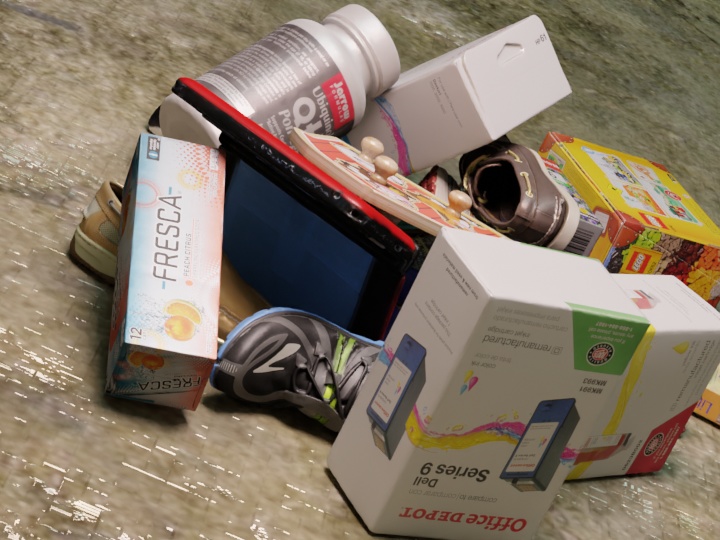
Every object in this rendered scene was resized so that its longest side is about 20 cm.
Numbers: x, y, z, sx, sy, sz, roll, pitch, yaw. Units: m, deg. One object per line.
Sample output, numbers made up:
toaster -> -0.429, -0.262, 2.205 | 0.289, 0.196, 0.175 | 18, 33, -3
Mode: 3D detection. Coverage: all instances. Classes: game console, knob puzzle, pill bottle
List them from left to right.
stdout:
game console -> -0.067, -0.029, 1.592 | 0.200, 0.119, 0.172 | 36, 1, 26
pill bottle -> -0.066, -0.148, 1.830 | 0.199, 0.111, 0.111 | -35, 54, -23
knob puzzle -> 0.032, -0.068, 1.656 | 0.219, 0.031, 0.220 | 29, 9, -5

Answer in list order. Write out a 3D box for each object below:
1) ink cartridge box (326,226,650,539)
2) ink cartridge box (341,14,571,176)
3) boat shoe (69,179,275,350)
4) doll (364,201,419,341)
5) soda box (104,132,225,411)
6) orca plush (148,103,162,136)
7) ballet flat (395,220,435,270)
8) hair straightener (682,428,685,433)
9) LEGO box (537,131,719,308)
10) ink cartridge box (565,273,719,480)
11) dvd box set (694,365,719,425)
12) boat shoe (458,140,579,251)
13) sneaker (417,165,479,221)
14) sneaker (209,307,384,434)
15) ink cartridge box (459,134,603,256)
ink cartridge box -> 0.086, 0.085, 1.463 | 0.145, 0.201, 0.088 | 11, 29, -34
ink cartridge box -> 0.072, -0.148, 1.941 | 0.144, 0.199, 0.085 | -33, 99, -47
boat shoe -> -0.127, -0.001, 1.593 | 0.199, 0.077, 0.072 | 31, 21, 11
doll -> 0.000, 0.000, 1.699 | 0.199, 0.048, 0.137 | 34, 63, 0
soda box -> -0.137, -0.001, 1.499 | 0.068, 0.064, 0.201 | 12, 47, -13
orca plush -> -0.094, -0.112, 1.893 | 0.200, 0.071, 0.105 | 36, 24, 24
ballet flat -> -0.023, -0.024, 1.766 | 0.198, 0.075, 0.074 | 5, 23, -1
hair straightener -> 0.200, 0.078, 1.766 | 0.199, 0.077, 0.041 | 17, 24, -20
LEGO box -> 0.269, -0.047, 2.128 | 0.148, 0.078, 0.200 | 14, 24, -25
ink cartridge box -> 0.178, 0.083, 1.642 | 0.199, 0.146, 0.083 | 1, 33, -45
dvd box set -> 0.282, 0.077, 1.922 | 0.199, 0.030, 0.146 | 27, 22, 7
boat shoe -> 0.128, -0.074, 1.878 | 0.059, 0.072, 0.200 | 24, 14, -26
sneaker -> 0.079, -0.022, 1.889 | 0.082, 0.078, 0.200 | 26, 27, -19
sneaker -> -0.017, 0.080, 1.535 | 0.199, 0.071, 0.083 | 15, 17, -32
ink cartridge box -> 0.148, -0.047, 1.951 | 0.050, 0.109, 0.200 | 18, 22, -24
